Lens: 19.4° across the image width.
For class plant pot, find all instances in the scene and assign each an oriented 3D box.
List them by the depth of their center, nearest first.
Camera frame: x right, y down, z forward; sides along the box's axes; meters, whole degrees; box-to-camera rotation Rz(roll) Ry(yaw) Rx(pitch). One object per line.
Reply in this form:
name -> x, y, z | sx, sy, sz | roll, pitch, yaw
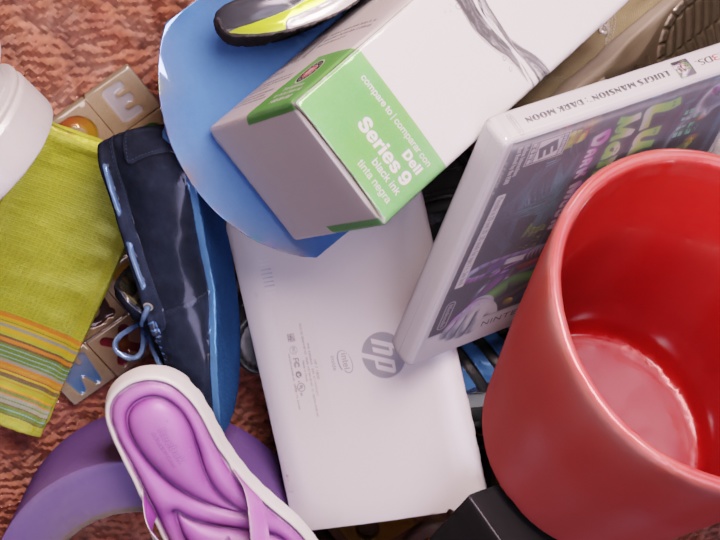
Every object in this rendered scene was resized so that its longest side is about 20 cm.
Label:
plant pot -> 0.162, 0.062, 1.174 | 0.199, 0.201, 0.177 | 7, 151, -17

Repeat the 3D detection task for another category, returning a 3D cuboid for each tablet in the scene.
tablet -> -0.003, 0.053, 1.264 | 0.129, 0.014, 0.201 | -10, 96, 22

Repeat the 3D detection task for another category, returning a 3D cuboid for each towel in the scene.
towel -> -0.195, 0.008, 1.275 | 0.086, 0.018, 0.201 | 18, 113, -22

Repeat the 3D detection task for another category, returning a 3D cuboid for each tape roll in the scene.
tape roll -> -0.128, 0.194, 1.331 | 0.199, 0.085, 0.201 | 1, 109, 4

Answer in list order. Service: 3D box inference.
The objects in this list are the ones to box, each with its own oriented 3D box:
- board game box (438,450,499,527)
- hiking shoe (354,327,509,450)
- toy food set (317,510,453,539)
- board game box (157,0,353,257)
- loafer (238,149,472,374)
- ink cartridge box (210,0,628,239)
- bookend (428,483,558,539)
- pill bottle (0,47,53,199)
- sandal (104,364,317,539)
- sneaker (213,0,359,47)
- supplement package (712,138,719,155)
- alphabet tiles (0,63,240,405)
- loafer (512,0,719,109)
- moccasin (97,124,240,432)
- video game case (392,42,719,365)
board game box -> 0.130, 0.111, 1.407 | 0.134, 0.028, 0.201 | 7, 117, -15
hiking shoe -> 0.074, 0.065, 1.313 | 0.199, 0.087, 0.075 | 9, 153, 3
toy food set -> 0.013, 0.201, 1.391 | 0.143, 0.060, 0.200 | -33, 112, 16
board game box -> -0.028, -0.109, 1.223 | 0.200, 0.039, 0.158 | -40, 102, -18
loafer -> 0.000, 0.000, 1.292 | 0.200, 0.070, 0.068 | -36, 119, 9
ink cartridge box -> 0.034, -0.114, 1.145 | 0.200, 0.146, 0.084 | -42, 102, -17
bookend -> 0.047, 0.215, 1.239 | 0.198, 0.092, 0.200 | -10, 146, -48
pill bottle -> -0.269, -0.120, 1.138 | 0.114, 0.114, 0.200 | -40, 119, 10
sandal -> -0.089, 0.149, 1.241 | 0.082, 0.050, 0.203 | -31, 106, 16
sneaker -> -0.008, -0.196, 1.171 | 0.200, 0.074, 0.081 | -40, 99, -16
supplement package -> 0.274, 0.006, 1.287 | 0.150, 0.152, 0.201 | -15, 124, -31
alphabet tiles -> -0.145, -0.027, 1.281 | 0.200, 0.008, 0.167 | -34, 120, 8
loafer -> 0.151, -0.128, 1.223 | 0.200, 0.068, 0.076 | -36, 135, -29
moccasin -> -0.113, 0.003, 1.252 | 0.068, 0.081, 0.201 | -2, 113, 9
video game case -> 0.119, -0.037, 1.178 | 0.181, 0.023, 0.200 | -20, 150, -29
